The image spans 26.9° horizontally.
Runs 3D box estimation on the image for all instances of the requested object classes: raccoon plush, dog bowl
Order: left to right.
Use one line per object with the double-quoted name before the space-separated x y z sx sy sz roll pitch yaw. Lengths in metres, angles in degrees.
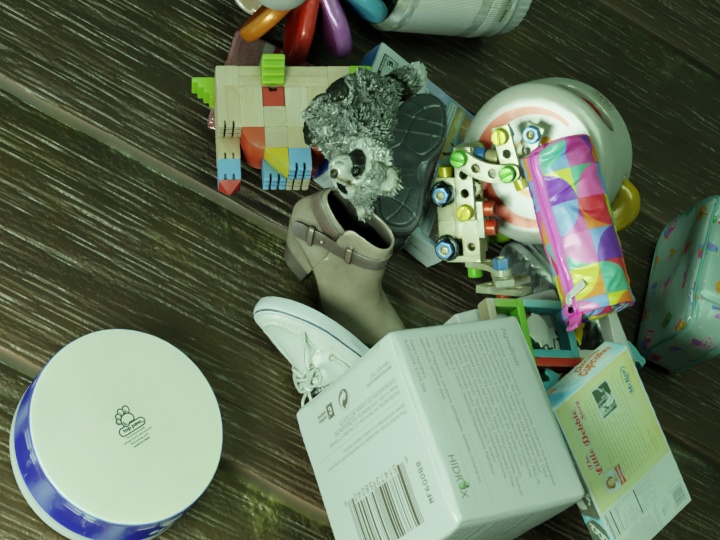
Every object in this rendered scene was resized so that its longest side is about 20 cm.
"dog bowl" -0.237 0.163 1.472 0.198 0.079 0.203 12 62 -22
"raccoon plush" 0.033 -0.144 1.579 0.199 0.097 0.135 -29 78 -28

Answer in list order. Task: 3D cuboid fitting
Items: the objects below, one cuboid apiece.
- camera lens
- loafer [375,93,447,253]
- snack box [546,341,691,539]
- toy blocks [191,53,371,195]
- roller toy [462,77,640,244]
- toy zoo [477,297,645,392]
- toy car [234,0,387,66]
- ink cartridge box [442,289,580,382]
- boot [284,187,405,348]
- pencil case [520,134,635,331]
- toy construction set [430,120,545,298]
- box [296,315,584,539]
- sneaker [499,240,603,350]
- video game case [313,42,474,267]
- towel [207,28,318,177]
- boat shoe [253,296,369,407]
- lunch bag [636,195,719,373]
"camera lens" 0.098 -0.372 1.852 0.197 0.160 0.162 0 66 -27
"loafer" 0.051 -0.110 1.700 0.071 0.063 0.202 13 56 3
"snack box" 0.263 0.190 1.558 0.116 0.037 0.202 -35 111 -26
"toy blocks" -0.083 -0.151 1.645 0.197 0.100 0.139 -1 67 -9
"roller toy" 0.221 -0.130 1.750 0.139 0.197 0.185 -24 111 -64
"toy zoo" 0.223 0.096 1.598 0.198 0.020 0.133 4 64 -28
"toy car" -0.054 -0.316 1.740 0.197 0.175 0.152 -16 99 -12
"ink cartridge box" 0.160 0.150 1.641 0.145 0.146 0.202 -13 73 -31
"boot" 0.000 0.000 1.631 0.199 0.146 0.071 39 55 -5
"pencil case" 0.229 -0.041 1.589 0.087 0.088 0.203 -9 79 -30
"toy construction set" 0.144 -0.063 1.676 0.092 0.129 0.203 2 88 -67
"box" 0.075 0.179 1.483 0.170 0.199 0.202 -4 65 -36
"sneaker" 0.259 0.028 1.794 0.082 0.075 0.201 -38 86 -33
"video game case" 0.052 -0.136 1.768 0.180 0.045 0.202 36 55 -20
"towel" -0.075 -0.185 1.759 0.198 0.023 0.146 25 56 -17
"boat shoe" -0.040 0.112 1.609 0.201 0.074 0.087 36 58 -19
"lunch bag" 0.407 0.018 1.829 0.076 0.160 0.202 24 64 -9
